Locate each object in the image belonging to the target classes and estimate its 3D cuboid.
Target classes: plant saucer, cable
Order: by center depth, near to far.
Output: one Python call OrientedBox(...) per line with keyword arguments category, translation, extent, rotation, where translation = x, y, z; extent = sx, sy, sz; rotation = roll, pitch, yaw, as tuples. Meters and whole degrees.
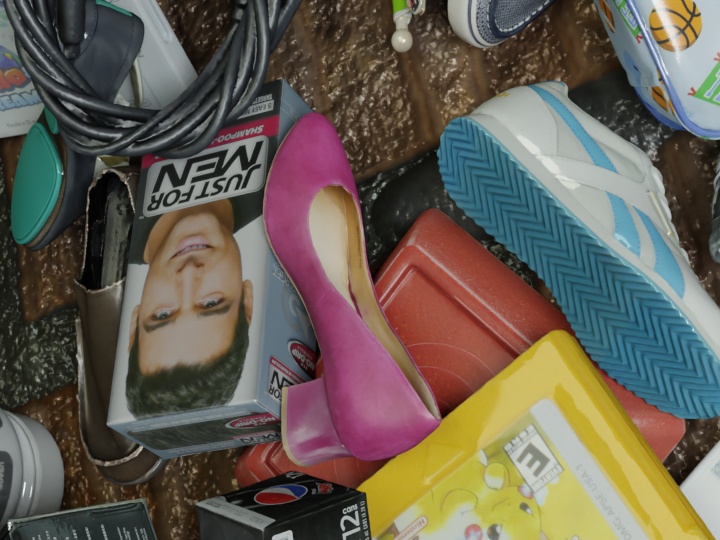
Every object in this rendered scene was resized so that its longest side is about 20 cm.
OrientedBox(category="plant saucer", translation=(0.039, 0.095, 0.749), extent=(0.199, 0.037, 0.201), rotation=(41, 98, 29))
OrientedBox(category="cable", translation=(-0.118, -0.159, 0.776), extent=(0.202, 0.162, 0.051), rotation=(-59, 23, -4))

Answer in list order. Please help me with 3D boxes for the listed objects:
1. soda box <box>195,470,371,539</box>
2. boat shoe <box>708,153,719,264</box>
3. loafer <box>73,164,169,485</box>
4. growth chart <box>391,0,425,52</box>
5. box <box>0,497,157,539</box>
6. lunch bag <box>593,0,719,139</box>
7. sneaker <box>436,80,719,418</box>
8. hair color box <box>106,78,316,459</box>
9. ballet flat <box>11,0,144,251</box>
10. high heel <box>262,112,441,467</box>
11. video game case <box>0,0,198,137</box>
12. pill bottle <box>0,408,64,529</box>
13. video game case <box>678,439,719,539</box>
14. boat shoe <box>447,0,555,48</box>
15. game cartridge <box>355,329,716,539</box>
OrientedBox(category="soda box", translation=(-0.027, 0.208, 0.687), extent=(0.070, 0.063, 0.203), rotation=(4, 103, 54))
OrientedBox(category="boat shoe", translation=(0.244, -0.036, 0.622), extent=(0.198, 0.073, 0.069), rotation=(-5, 58, 43))
OrientedBox(category="loafer", translation=(-0.150, 0.028, 0.843), extent=(0.072, 0.071, 0.203), rotation=(-9, 74, 25))
OrientedBox(category="growth chart", translation=(0.047, -0.237, 0.762), extent=(0.017, 0.201, 0.147), rotation=(4, 60, -16))
OrientedBox(category="box", translation=(-0.155, 0.253, 0.747), extent=(0.164, 0.085, 0.202), rotation=(-45, 58, 43))
OrientedBox(category="lunch bag", translation=(0.186, -0.170, 0.666), extent=(0.159, 0.076, 0.202), rotation=(-26, 100, 3))
OrientedBox(category="sneaker", translation=(0.131, -0.015, 0.701), extent=(0.201, 0.080, 0.077), rotation=(51, 147, 10))
OrientedBox(category="hair color box", translation=(-0.078, -0.001, 0.796), extent=(0.098, 0.061, 0.203), rotation=(-11, 60, 25))
OrientedBox(category="ballet flat", translation=(-0.173, -0.087, 0.872), extent=(0.073, 0.072, 0.201), rotation=(52, 140, 27))
OrientedBox(category="high heel", translation=(0.000, 0.000, 0.727), extent=(0.095, 0.067, 0.203), rotation=(-18, 59, 38))
OrientedBox(category="video game case", translation=(-0.221, -0.165, 0.874), extent=(0.197, 0.183, 0.024), rotation=(-4, 45, 27))
OrientedBox(category="pill bottle", translation=(-0.271, 0.119, 0.811), extent=(0.112, 0.199, 0.115), rotation=(-7, 74, 26))
OrientedBox(category="video game case", translation=(0.271, 0.095, 0.633), extent=(0.201, 0.023, 0.182), rotation=(-50, 61, 8))
OrientedBox(category="boat shoe", translation=(0.133, -0.196, 0.745), extent=(0.092, 0.074, 0.201), rotation=(36, 95, 37))
OrientedBox(category="game cartridge", translation=(0.086, 0.160, 0.670), extent=(0.176, 0.032, 0.201), rotation=(-40, 62, 14))
